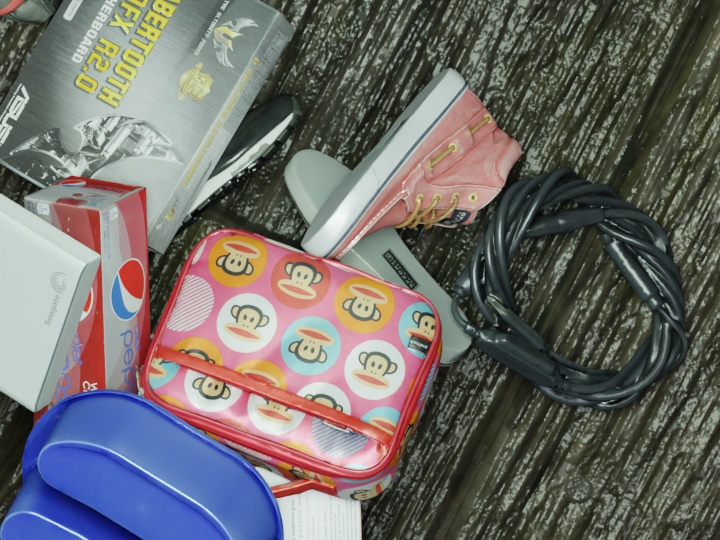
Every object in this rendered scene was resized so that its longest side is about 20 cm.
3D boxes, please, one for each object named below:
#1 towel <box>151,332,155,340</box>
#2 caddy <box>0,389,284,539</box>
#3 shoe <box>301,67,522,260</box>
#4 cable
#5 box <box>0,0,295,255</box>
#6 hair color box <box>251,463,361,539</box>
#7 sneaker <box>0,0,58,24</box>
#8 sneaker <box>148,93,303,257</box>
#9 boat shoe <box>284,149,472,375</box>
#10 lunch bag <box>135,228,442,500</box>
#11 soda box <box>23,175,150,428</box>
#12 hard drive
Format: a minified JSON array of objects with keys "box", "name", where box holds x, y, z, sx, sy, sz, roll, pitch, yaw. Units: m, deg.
[{"box":[-0.103,0.112,1.761,0.200,0.086,0.166,-31,95,1],"name":"towel"},{"box":[-0.152,0.172,1.610,0.200,0.105,0.142,32,115,2],"name":"caddy"},{"box":[0.043,-0.058,1.723,0.091,0.071,0.200,45,57,-8],"name":"shoe"},{"box":[0.170,0.017,1.773,0.200,0.051,0.163,29,77,-20],"name":"cable"},{"box":[-0.167,-0.135,1.714,0.158,0.048,0.200,30,88,18],"name":"box"},{"box":[-0.099,0.195,1.695,0.199,0.064,0.111,-1,92,-3],"name":"hair color box"},{"box":[-0.254,-0.273,1.725,0.071,0.098,0.201,-9,71,26],"name":"sneaker"},{"box":[-0.139,-0.084,1.748,0.200,0.076,0.088,-38,90,2],"name":"sneaker"},{"box":[0.000,0.000,1.760,0.200,0.071,0.064,53,129,8],"name":"boat shoe"},{"box":[-0.053,0.078,1.656,0.200,0.082,0.176,19,71,9],"name":"lunch bag"},{"box":[-0.195,0.037,1.668,0.070,0.063,0.201,10,112,25],"name":"soda box"},{"box":[-0.289,-0.004,1.649,0.200,0.027,0.132,31,119,14],"name":"hard drive"}]
